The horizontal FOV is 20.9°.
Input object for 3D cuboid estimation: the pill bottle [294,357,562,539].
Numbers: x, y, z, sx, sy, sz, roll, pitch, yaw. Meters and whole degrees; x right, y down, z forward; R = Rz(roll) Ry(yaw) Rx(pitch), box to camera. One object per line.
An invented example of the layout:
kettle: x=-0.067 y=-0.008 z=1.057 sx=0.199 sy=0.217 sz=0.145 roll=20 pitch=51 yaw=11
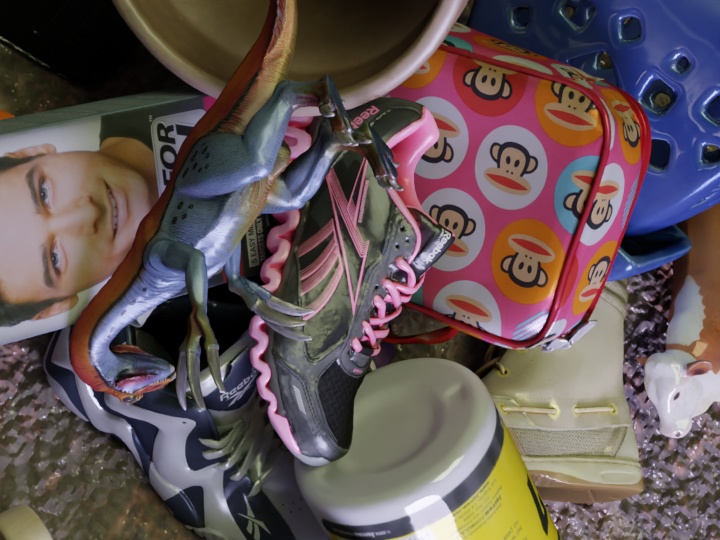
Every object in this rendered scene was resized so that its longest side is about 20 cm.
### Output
pill bottle: x=0.052 y=0.156 z=1.065 sx=0.114 sy=0.114 sz=0.201 roll=-50 pitch=129 yaw=-31

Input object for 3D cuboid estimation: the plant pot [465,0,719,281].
plant pot: x=0.157 y=-0.109 z=1.160 sx=0.200 sy=0.180 sz=0.200 roll=45 pitch=19 yaw=11

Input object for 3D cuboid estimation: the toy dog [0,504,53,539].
toy dog: x=-0.160 y=0.187 z=0.948 sx=0.131 sy=0.200 sz=0.097 roll=-25 pitch=105 yaw=-8

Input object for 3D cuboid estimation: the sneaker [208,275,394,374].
sneaker: x=-0.068 y=0.005 z=1.121 sx=0.200 sy=0.076 sz=0.088 roll=39 pitch=30 yaw=-4

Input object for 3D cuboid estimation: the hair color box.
hair color box: x=-0.137 y=-0.030 z=0.972 sx=0.199 sy=0.060 sz=0.100 roll=-16 pitch=105 yaw=-39

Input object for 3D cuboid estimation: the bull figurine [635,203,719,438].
bull figurine: x=0.235 y=0.033 z=1.250 sx=0.121 sy=0.065 sz=0.201 roll=38 pitch=45 yaw=-27

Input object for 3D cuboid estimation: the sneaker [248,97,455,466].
sneaker: x=0.000 y=0.000 z=1.004 sx=0.079 sy=0.095 sz=0.202 roll=28 pitch=64 yaw=-69

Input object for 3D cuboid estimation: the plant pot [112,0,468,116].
plant pot: x=-0.018 y=-0.198 z=1.001 sx=0.201 sy=0.200 sz=0.175 roll=50 pitch=27 yaw=-7

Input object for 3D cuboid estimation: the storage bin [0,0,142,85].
storage bin: x=-0.190 y=-0.206 z=1.064 sx=0.199 sy=0.135 sz=0.094 roll=31 pitch=62 yaw=-17

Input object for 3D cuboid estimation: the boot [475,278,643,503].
boot: x=0.084 y=0.052 z=1.175 sx=0.199 sy=0.073 sz=0.157 roll=11 pitch=70 yaw=-28

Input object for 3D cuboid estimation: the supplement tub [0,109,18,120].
supplement tub: x=-0.239 y=-0.049 z=1.008 sx=0.199 sy=0.107 sz=0.108 roll=23 pitch=65 yaw=-22

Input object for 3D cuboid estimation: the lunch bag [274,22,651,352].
lunch bag: x=0.046 y=-0.041 z=1.070 sx=0.082 sy=0.199 sz=0.177 roll=-8 pitch=119 yaw=-61

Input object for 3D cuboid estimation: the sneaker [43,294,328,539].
sneaker: x=-0.068 y=0.080 z=1.048 sx=0.199 sy=0.129 sz=0.080 roll=46 pitch=60 yaw=-9

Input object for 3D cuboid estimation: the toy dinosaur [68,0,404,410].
toy dinosaur: x=-0.072 y=-0.022 z=0.941 sx=0.105 sy=0.181 sz=0.201 roll=32 pitch=35 yaw=-64
